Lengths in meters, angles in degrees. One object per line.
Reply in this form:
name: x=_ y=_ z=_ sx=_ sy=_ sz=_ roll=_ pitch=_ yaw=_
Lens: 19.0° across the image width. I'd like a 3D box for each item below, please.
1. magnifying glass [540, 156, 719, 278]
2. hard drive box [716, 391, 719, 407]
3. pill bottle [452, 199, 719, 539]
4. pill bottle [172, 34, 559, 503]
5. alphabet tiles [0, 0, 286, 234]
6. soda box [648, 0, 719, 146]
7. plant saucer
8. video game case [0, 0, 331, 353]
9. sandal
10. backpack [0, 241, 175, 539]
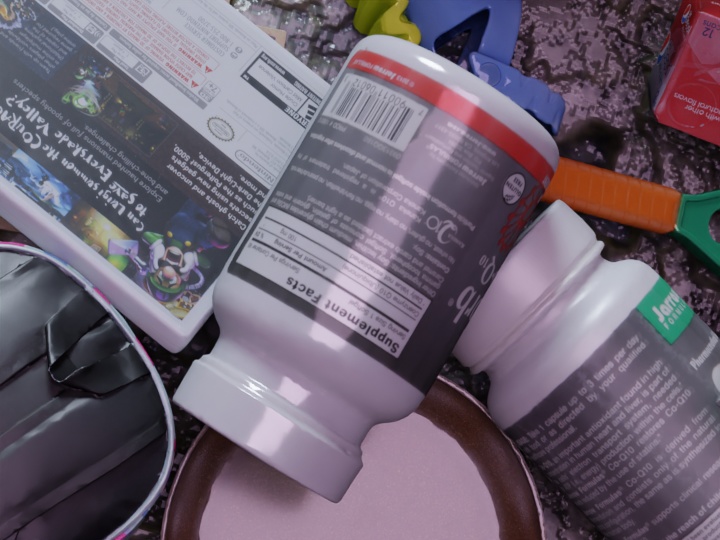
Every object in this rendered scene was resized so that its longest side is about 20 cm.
magnifying glass: x=0.184 y=-0.025 z=1.144 sx=0.198 sy=0.022 sz=0.080 roll=15 pitch=85 yaw=-16
hard drive box: x=0.282 y=0.079 z=1.071 sx=0.200 sy=0.156 sz=0.077 roll=47 pitch=124 yaw=-6
pill bottle: x=0.137 y=0.068 z=1.094 sx=0.113 sy=0.113 sz=0.200 roll=-44 pitch=90 yaw=-10
pill bottle: x=0.000 y=0.000 z=1.028 sx=0.115 sy=0.116 sz=0.201 roll=31 pitch=86 yaw=-1
alphabet tiles: x=-0.144 y=-0.097 z=1.140 sx=0.198 sy=0.006 sz=0.168 roll=10 pitch=81 yaw=-5
soda box: x=0.256 y=-0.085 z=1.141 sx=0.199 sy=0.064 sz=0.070 roll=20 pitch=118 yaw=-4
plant saucer: x=-0.004 y=0.144 z=1.110 sx=0.198 sy=0.032 sz=0.202 roll=1 pitch=83 yaw=-6
video game case: x=-0.119 y=-0.081 z=1.089 sx=0.200 sy=0.023 sz=0.182 roll=39 pitch=53 yaw=-1
sandal: x=0.046 y=-0.129 z=1.135 sx=0.086 sy=0.079 sz=0.202 roll=-20 pitch=93 yaw=-12
backpack: x=-0.192 y=0.092 z=1.034 sx=0.200 sy=0.151 sz=0.178 roll=-39 pitch=86 yaw=-14
